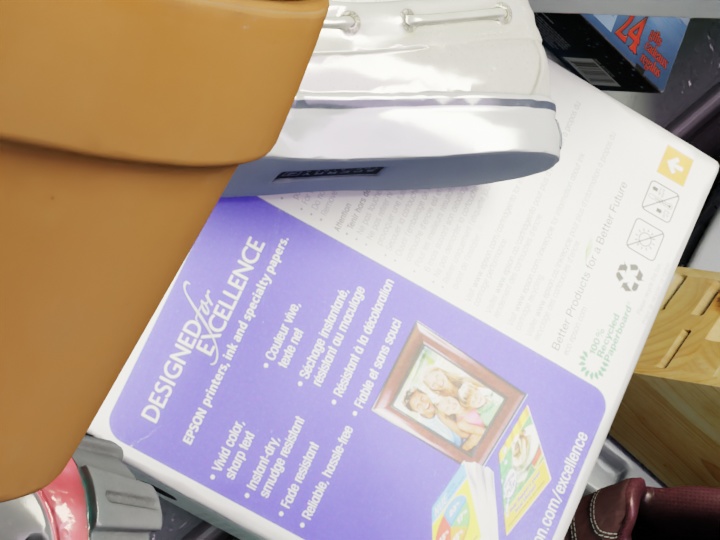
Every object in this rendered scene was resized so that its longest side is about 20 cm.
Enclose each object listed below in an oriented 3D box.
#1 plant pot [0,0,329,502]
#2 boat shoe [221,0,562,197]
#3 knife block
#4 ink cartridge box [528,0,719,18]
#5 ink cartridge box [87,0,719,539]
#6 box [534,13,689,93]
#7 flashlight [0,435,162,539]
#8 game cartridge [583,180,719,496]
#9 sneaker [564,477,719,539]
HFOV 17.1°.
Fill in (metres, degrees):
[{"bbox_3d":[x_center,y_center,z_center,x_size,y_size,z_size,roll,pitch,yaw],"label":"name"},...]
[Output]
[{"bbox_3d":[-0.121,-0.031,0.600,0.199,0.199,0.141,4,107,-47],"label":"plant pot"},{"bbox_3d":[-0.032,-0.072,0.745,0.200,0.075,0.087,-2,80,-20],"label":"boat shoe"},{"bbox_3d":[0.185,0.094,0.887,0.064,0.199,0.177,-48,133,-39],"label":"knife block"},{"bbox_3d":[0.145,-0.174,0.804,0.200,0.175,0.084,-48,127,-30],"label":"ink cartridge box"},{"bbox_3d":[0.000,0.000,0.803,0.199,0.043,0.199,30,71,-13],"label":"ink cartridge box"},{"bbox_3d":[0.070,-0.173,0.881,0.200,0.037,0.138,36,70,-43],"label":"box"},{"bbox_3d":[-0.147,0.067,0.666,0.199,0.067,0.069,14,87,-48],"label":"flashlight"},{"bbox_3d":[0.170,0.053,0.954,0.133,0.041,0.200,34,52,0],"label":"game cartridge"},{"bbox_3d":[0.139,0.151,0.862,0.200,0.115,0.076,43,41,-12],"label":"sneaker"}]
